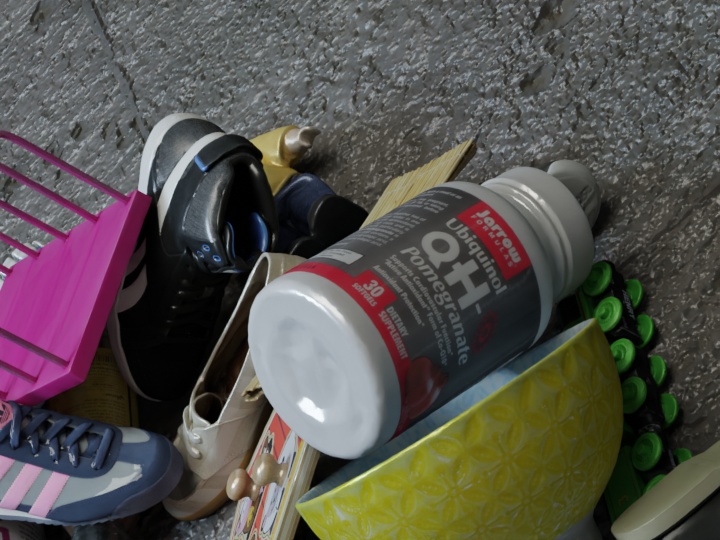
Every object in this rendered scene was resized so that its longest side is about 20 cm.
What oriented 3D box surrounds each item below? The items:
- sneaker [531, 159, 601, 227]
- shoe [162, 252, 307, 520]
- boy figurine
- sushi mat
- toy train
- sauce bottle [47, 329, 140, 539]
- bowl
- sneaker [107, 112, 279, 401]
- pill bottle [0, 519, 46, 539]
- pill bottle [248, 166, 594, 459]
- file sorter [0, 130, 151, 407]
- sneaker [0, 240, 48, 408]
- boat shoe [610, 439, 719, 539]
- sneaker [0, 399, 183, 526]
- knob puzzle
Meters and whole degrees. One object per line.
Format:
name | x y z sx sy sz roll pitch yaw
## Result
sneaker | 0.060 -0.022 1.571 0.199 0.077 0.082 -33 38 20
shoe | -0.085 0.074 1.622 0.201 0.053 0.070 -59 38 14
boy figurine | -0.073 -0.052 1.719 0.200 0.064 0.125 32 88 46
sushi mat | 0.000 0.000 1.545 0.095 0.012 0.200 -24 26 52
toy train | 0.152 0.079 1.442 0.056 0.042 0.201 -41 41 29
sauce bottle | -0.179 0.133 1.682 0.064 0.065 0.201 -29 44 23
bowl | 0.073 0.123 1.379 0.199 0.200 0.108 -31 89 22
sneaker | -0.108 0.005 1.646 0.112 0.073 0.202 28 116 51
pill bottle | -0.260 0.218 1.659 0.113 0.113 0.201 -35 44 18
pill bottle | 0.040 0.016 1.425 0.199 0.111 0.110 -31 28 -36
file sorter | -0.256 0.008 1.656 0.200 0.125 0.140 -25 41 53
sneaker | -0.244 0.072 1.782 0.086 0.075 0.201 10 69 39
boat shoe | 0.230 0.103 1.340 0.201 0.063 0.074 -39 6 -3
sneaker | -0.216 0.116 1.606 0.198 0.082 0.070 -2 45 13
knob puzzle | -0.069 0.152 1.520 0.220 0.030 0.221 -164 90 -81
